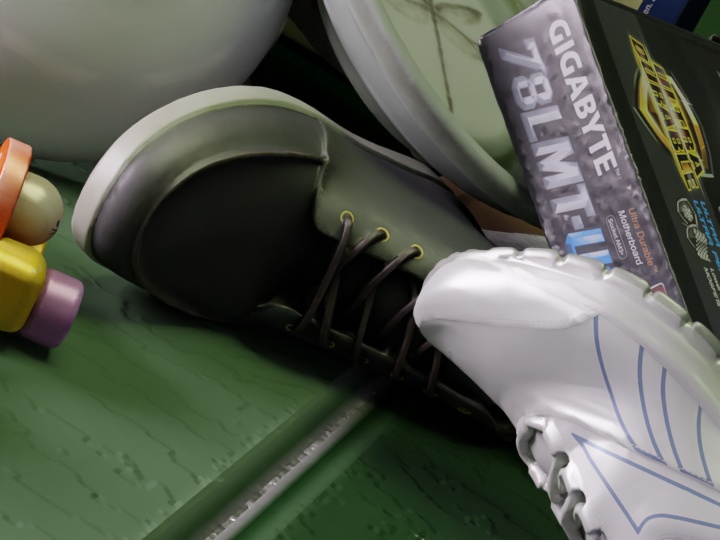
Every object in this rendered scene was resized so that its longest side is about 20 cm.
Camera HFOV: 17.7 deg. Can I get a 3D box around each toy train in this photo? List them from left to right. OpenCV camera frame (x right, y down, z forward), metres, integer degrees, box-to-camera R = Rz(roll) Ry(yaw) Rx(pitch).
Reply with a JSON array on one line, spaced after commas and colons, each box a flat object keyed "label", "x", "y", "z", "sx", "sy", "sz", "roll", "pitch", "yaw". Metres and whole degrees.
[{"label": "toy train", "x": -0.156, "y": -0.037, "z": 0.681, "sx": 0.150, "sy": 0.056, "sz": 0.200, "roll": 14, "pitch": 24, "yaw": -40}]

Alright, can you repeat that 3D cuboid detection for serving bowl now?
[{"label": "serving bowl", "x": -0.096, "y": -0.142, "z": 0.823, "sx": 0.200, "sy": 0.200, "sz": 0.066, "roll": 18, "pitch": -16, "yaw": -31}]

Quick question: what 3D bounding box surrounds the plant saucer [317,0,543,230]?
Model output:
[{"label": "plant saucer", "x": 0.034, "y": -0.096, "z": 0.885, "sx": 0.200, "sy": 0.050, "sz": 0.200, "roll": 37, "pitch": 38, "yaw": -35}]

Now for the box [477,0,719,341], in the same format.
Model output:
[{"label": "box", "x": 0.141, "y": 0.005, "z": 0.867, "sx": 0.198, "sy": 0.050, "sz": 0.200, "roll": 9, "pitch": 57, "yaw": -53}]

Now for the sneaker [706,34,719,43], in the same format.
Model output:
[{"label": "sneaker", "x": 0.146, "y": -0.059, "z": 1.049, "sx": 0.060, "sy": 0.104, "sz": 0.200, "roll": 18, "pitch": 6, "yaw": -44}]

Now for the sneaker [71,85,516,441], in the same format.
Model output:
[{"label": "sneaker", "x": 0.000, "y": 0.000, "z": 0.783, "sx": 0.106, "sy": 0.075, "sz": 0.200, "roll": 42, "pitch": 21, "yaw": 32}]

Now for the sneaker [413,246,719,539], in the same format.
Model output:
[{"label": "sneaker", "x": 0.092, "y": 0.067, "z": 0.712, "sx": 0.200, "sy": 0.087, "sz": 0.075, "roll": 37, "pitch": -16, "yaw": 16}]

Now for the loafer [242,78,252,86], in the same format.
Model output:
[{"label": "loafer", "x": -0.128, "y": -0.103, "z": 0.883, "sx": 0.200, "sy": 0.067, "sz": 0.076, "roll": 37, "pitch": -15, "yaw": -24}]

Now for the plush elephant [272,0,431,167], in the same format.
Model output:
[{"label": "plush elephant", "x": -0.029, "y": -0.151, "z": 1.027, "sx": 0.155, "sy": 0.165, "sz": 0.200, "roll": -17, "pitch": 64, "yaw": -29}]

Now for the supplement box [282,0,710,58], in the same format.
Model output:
[{"label": "supplement box", "x": 0.080, "y": -0.176, "z": 1.173, "sx": 0.200, "sy": 0.200, "sz": 0.134, "roll": 30, "pitch": 17, "yaw": 8}]

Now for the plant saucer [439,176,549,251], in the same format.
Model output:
[{"label": "plant saucer", "x": 0.092, "y": 0.017, "z": 0.952, "sx": 0.200, "sy": 0.029, "sz": 0.200, "roll": 25, "pitch": 19, "yaw": -9}]
